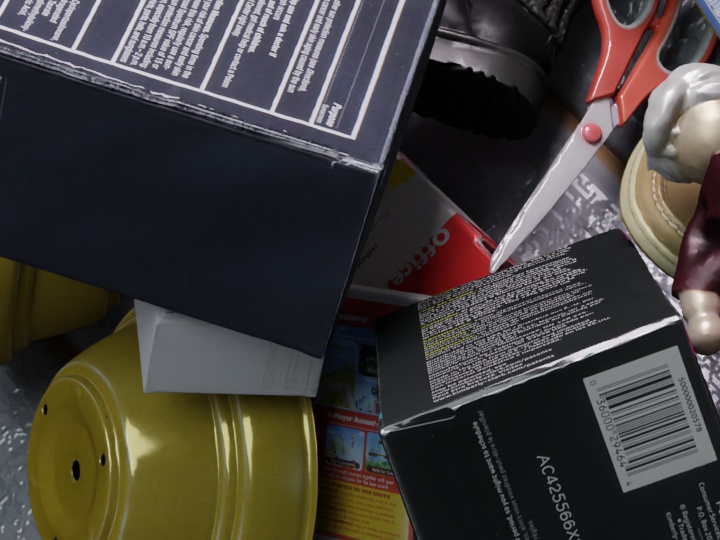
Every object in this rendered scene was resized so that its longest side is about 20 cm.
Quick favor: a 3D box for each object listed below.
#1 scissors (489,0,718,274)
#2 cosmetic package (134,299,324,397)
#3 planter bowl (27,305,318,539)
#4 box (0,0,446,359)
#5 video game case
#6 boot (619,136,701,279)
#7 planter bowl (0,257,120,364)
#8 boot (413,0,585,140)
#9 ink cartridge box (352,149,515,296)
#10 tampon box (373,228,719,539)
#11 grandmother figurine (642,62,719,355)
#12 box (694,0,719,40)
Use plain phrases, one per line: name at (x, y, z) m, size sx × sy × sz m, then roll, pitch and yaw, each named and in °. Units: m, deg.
scissors at (0.125, -0.073, 1.235) m, size 0.073 × 0.014 × 0.200 m, roll 26°, pitch 68°, yaw -12°
cosmetic package at (-0.069, -0.028, 1.195) m, size 0.083 × 0.051 × 0.200 m, roll 0°, pitch 43°, yaw -12°
planter bowl at (-0.107, 0.097, 1.220) m, size 0.200 × 0.083 × 0.201 m, roll -1°, pitch 88°, yaw 56°
box at (-0.076, -0.088, 1.126) m, size 0.198 × 0.123 × 0.200 m, roll 17°, pitch 41°, yaw 2°
video game case at (-0.022, 0.105, 1.208) m, size 0.143 × 0.017 × 0.200 m, roll 8°, pitch 96°, yaw 44°
boot at (0.209, -0.082, 1.109) m, size 0.073 × 0.200 × 0.155 m, roll 51°, pitch 136°, yaw 2°
planter bowl at (-0.159, -0.033, 1.322) m, size 0.083 × 0.200 × 0.200 m, roll 10°, pitch 72°, yaw -3°
boot at (0.023, -0.168, 1.281) m, size 0.211 × 0.079 × 0.158 m, roll 22°, pitch 66°, yaw -2°
ink cartridge box at (0.000, 0.000, 1.273) m, size 0.116 × 0.067 × 0.200 m, roll -46°, pitch 57°, yaw 5°
tampon box at (0.088, 0.086, 1.053) m, size 0.126 × 0.200 × 0.150 m, roll -20°, pitch 100°, yaw 4°
grandmother figurine at (0.170, -0.016, 0.999) m, size 0.121 × 0.061 × 0.200 m, roll -43°, pitch 43°, yaw 10°
box at (0.251, -0.178, 1.208) m, size 0.200 × 0.070 × 0.064 m, roll -33°, pitch 84°, yaw 11°
